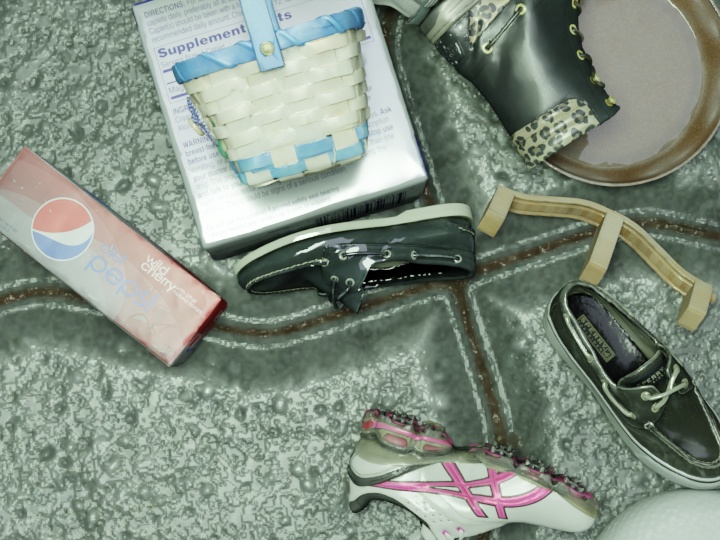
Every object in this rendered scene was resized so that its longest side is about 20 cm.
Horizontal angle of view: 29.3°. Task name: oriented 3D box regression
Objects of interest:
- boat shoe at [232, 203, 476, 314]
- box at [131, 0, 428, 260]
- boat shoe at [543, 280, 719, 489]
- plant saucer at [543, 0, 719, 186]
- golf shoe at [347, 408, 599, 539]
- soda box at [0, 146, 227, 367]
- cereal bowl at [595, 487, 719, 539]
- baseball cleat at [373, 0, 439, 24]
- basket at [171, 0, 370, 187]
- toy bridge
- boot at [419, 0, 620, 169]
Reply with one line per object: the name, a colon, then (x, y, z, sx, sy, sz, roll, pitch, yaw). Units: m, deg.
boat shoe: (0.000, 0.001, 1.099, 0.198, 0.075, 0.067, -11, 73, -12)
box: (-0.064, -0.131, 1.095, 0.183, 0.105, 0.201, -17, 85, -3)
boat shoe: (0.222, 0.091, 1.088, 0.071, 0.064, 0.200, -42, 81, -14)
plant saucer: (0.207, -0.167, 1.142, 0.198, 0.032, 0.202, 0, 85, -2)
golf shoe: (0.087, 0.177, 1.087, 0.199, 0.073, 0.093, 16, 90, 10)
soda box: (-0.204, -0.009, 1.101, 0.200, 0.063, 0.070, 38, 85, 2)
cereal bowl: (0.270, 0.270, 1.073, 0.198, 0.083, 0.202, 0, 83, -2)
baseball cleat: (0.020, -0.292, 1.132, 0.069, 0.106, 0.201, 8, 52, -35)
basket: (-0.065, -0.163, 0.959, 0.138, 0.176, 0.202, -12, 96, 2)
toy bridge: (0.196, -0.019, 1.115, 0.199, 0.027, 0.067, 25, 50, 2)
boot: (0.167, -0.193, 1.096, 0.203, 0.073, 0.154, -34, 89, -3)
